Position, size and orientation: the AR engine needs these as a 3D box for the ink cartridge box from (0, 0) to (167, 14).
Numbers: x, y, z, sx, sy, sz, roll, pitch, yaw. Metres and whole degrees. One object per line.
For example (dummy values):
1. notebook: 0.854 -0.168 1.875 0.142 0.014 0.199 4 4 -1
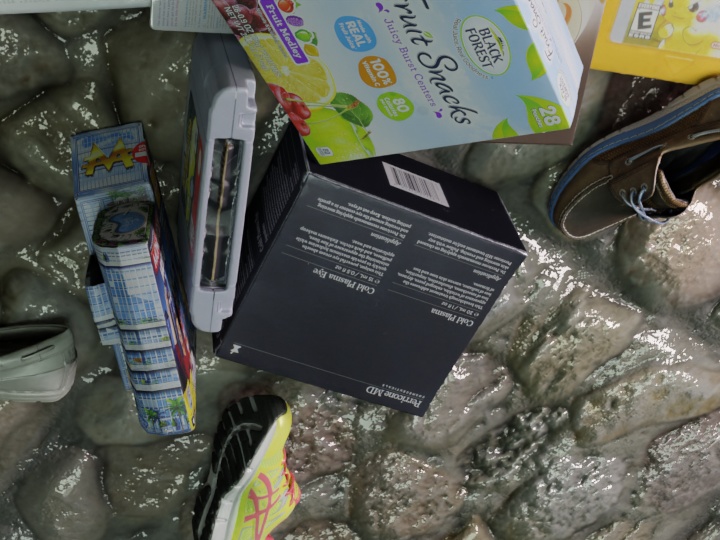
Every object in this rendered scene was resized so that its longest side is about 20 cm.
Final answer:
1. ink cartridge box: -0.235 -0.257 0.780 0.199 0.057 0.163 -3 124 -3

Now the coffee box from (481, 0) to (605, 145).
1. coffee box: 0.117 -0.200 0.860 0.114 0.080 0.201 1 123 -10

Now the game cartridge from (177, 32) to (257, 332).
1. game cartridge: -0.111 -0.072 0.870 0.041 0.133 0.201 3 121 -12

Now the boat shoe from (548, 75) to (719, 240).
1. boat shoe: 0.239 -0.080 0.953 0.072 0.073 0.200 31 125 -31

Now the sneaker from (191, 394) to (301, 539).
1. sneaker: -0.094 0.193 1.093 0.090 0.078 0.200 7 128 -24

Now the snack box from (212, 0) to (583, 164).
1. snack box: 0.027 -0.160 0.773 0.199 0.068 0.169 -7 139 29

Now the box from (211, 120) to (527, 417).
1. box: 0.000 0.000 0.957 0.199 0.104 0.182 20 117 -21

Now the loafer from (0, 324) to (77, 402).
1. loafer: -0.339 0.070 0.966 0.199 0.070 0.070 0 119 -20

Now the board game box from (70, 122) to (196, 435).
1. board game box: -0.177 -0.002 0.894 0.061 0.200 0.201 -12 110 -3

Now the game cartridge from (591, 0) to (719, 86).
1. game cartridge: 0.268 -0.241 0.891 0.176 0.032 0.201 5 123 -14

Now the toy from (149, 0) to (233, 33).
1. toy: -0.050 -0.229 0.831 0.199 0.047 0.116 0 119 -17
